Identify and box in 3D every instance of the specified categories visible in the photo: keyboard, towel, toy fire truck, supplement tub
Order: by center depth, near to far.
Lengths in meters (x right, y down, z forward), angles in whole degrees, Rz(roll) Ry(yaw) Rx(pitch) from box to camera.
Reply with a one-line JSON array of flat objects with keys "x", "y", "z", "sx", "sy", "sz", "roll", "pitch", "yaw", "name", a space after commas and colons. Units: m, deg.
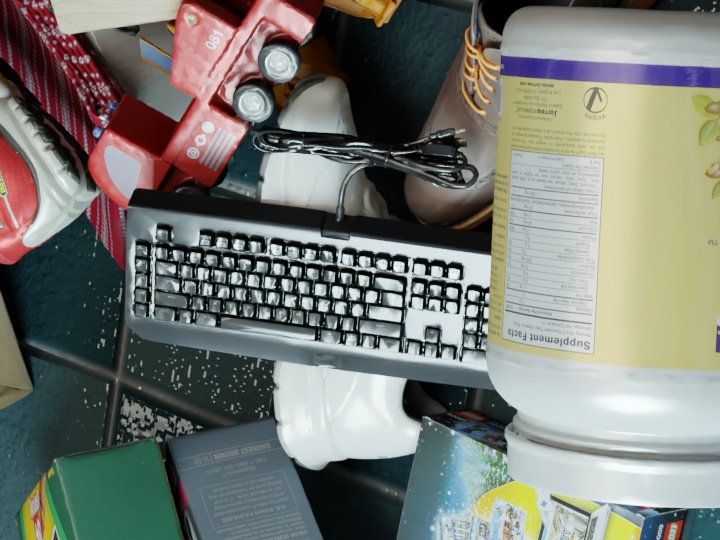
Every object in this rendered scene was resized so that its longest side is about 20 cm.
[{"x": 0.127, "y": -0.009, "z": 1.088, "sx": 0.145, "sy": 0.145, "sz": 0.200, "roll": 7, "pitch": 98, "yaw": 41, "name": "supplement tub"}, {"x": -0.012, "y": -0.011, "z": 1.200, "sx": 0.200, "sy": 0.021, "sz": 0.127, "roll": 7, "pitch": 111, "yaw": 7, "name": "keyboard"}, {"x": -0.095, "y": -0.124, "z": 1.219, "sx": 0.141, "sy": 0.049, "sz": 0.200, "roll": 31, "pitch": 119, "yaw": -6, "name": "toy fire truck"}, {"x": -0.177, "y": -0.108, "z": 1.388, "sx": 0.200, "sy": 0.022, "sz": 0.145, "roll": 53, "pitch": 158, "yaw": 27, "name": "towel"}]

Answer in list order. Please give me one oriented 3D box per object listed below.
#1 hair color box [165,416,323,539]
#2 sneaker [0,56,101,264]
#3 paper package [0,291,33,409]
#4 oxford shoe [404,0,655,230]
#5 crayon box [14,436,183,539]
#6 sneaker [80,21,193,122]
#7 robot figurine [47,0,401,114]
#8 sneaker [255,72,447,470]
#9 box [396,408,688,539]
[{"x": -0.042, "y": 0.182, "z": 1.252, "sx": 0.099, "sy": 0.061, "sz": 0.200, "roll": 98, "pitch": 155, "yaw": -49, "name": "hair color box"}, {"x": -0.217, "y": -0.079, "z": 1.339, "sx": 0.085, "sy": 0.077, "sz": 0.200, "roll": -45, "pitch": 53, "yaw": 2, "name": "sneaker"}, {"x": -0.305, "y": 0.000, "z": 1.459, "sx": 0.200, "sy": 0.103, "sz": 0.191, "roll": 16, "pitch": 133, "yaw": 40, "name": "paper package"}, {"x": 0.065, "y": -0.098, "z": 1.185, "sx": 0.071, "sy": 0.073, "sz": 0.200, "roll": 48, "pitch": 122, "yaw": 28, "name": "oxford shoe"}, {"x": -0.123, "y": 0.189, "z": 1.319, "sx": 0.200, "sy": 0.058, "sz": 0.173, "roll": 133, "pitch": 124, "yaw": -71, "name": "crayon box"}, {"x": -0.139, "y": -0.152, "z": 1.379, "sx": 0.200, "sy": 0.075, "sz": 0.088, "roll": 65, "pitch": 149, "yaw": 13, "name": "sneaker"}, {"x": -0.081, "y": -0.158, "z": 1.261, "sx": 0.200, "sy": 0.058, "sz": 0.145, "roll": 29, "pitch": 118, "yaw": -5, "name": "robot figurine"}, {"x": 0.000, "y": 0.000, "z": 1.249, "sx": 0.087, "sy": 0.075, "sz": 0.200, "roll": -1, "pitch": 111, "yaw": 17, "name": "sneaker"}, {"x": 0.071, "y": 0.182, "z": 1.221, "sx": 0.137, "sy": 0.038, "sz": 0.200, "roll": 23, "pitch": 108, "yaw": 39, "name": "box"}]
